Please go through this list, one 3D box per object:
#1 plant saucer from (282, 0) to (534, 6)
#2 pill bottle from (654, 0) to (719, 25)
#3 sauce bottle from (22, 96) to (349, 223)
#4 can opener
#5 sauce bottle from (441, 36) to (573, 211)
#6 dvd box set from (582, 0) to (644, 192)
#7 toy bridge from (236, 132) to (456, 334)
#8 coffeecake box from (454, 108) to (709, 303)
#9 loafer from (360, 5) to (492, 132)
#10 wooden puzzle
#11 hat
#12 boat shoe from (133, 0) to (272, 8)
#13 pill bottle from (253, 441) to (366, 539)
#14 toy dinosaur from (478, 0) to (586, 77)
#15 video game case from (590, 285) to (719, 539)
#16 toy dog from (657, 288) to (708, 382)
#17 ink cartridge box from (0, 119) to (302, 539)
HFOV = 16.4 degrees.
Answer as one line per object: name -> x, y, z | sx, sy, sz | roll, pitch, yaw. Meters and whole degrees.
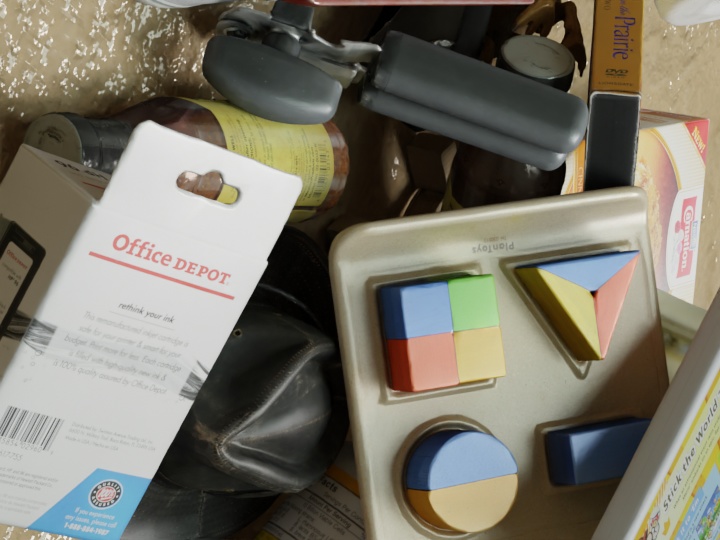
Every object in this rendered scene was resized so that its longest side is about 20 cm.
plant saucer -> -0.015, -0.213, 1.253 | 0.200, 0.037, 0.200 | -9, 72, -52
pill bottle -> 0.202, -0.257, 1.500 | 0.111, 0.111, 0.200 | -7, 77, -53
sauce bottle -> -0.086, -0.056, 1.249 | 0.200, 0.066, 0.066 | 2, 99, -55
can opener -> 0.016, -0.089, 1.280 | 0.053, 0.200, 0.067 | 132, -28, -70
sauce bottle -> 0.079, -0.038, 1.390 | 0.065, 0.065, 0.200 | -34, 148, -45
dvd box set -> 0.143, -0.108, 1.410 | 0.200, 0.029, 0.146 | -81, 173, -46
toy bridge -> 0.000, 0.000, 1.418 | 0.200, 0.027, 0.067 | -45, 136, -37
coffeecake box -> 0.133, -0.017, 1.558 | 0.200, 0.073, 0.154 | -13, 110, -53
loafer -> 0.044, -0.175, 1.384 | 0.071, 0.073, 0.200 | 26, 60, -16
wooden puzzle -> 0.084, 0.065, 1.296 | 0.185, 0.046, 0.200 | -8, 96, -23
hat -> -0.059, 0.072, 1.281 | 0.201, 0.081, 0.201 | -22, 124, -38
boat shoe -> -0.044, -0.166, 1.271 | 0.200, 0.068, 0.072 | -7, 106, -53
pill bottle -> -0.002, 0.165, 1.353 | 0.200, 0.113, 0.113 | -51, 139, -9
toy dinosaur -> 0.093, -0.167, 1.411 | 0.060, 0.106, 0.200 | 11, 121, -33
video game case -> 0.187, 0.130, 1.339 | 0.200, 0.023, 0.182 | -58, 143, -31
toy dog -> 0.137, 0.118, 1.445 | 0.200, 0.140, 0.194 | -59, 177, -31
ink cartridge box -> -0.125, 0.019, 1.156 | 0.116, 0.068, 0.200 | 19, 103, -48
